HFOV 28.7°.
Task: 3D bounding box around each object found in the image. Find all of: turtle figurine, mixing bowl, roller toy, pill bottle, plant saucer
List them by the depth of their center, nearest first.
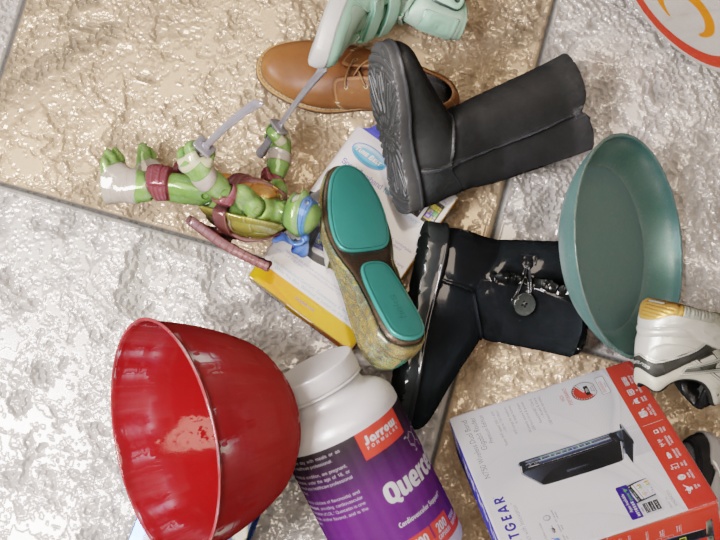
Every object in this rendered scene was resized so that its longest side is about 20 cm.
[{"bbox_3d":[-0.119,0.132,1.166,0.108,0.200,0.202,-8,80,-33],"label":"mixing bowl"},{"bbox_3d":[0.002,0.172,1.218,0.112,0.112,0.201,-27,101,-4],"label":"pill bottle"},{"bbox_3d":[-0.126,-0.108,1.251,0.192,0.201,0.144,5,42,19],"label":"turtle figurine"},{"bbox_3d":[0.229,-0.021,1.259,0.036,0.199,0.202,-5,79,38],"label":"plant saucer"},{"bbox_3d":[0.337,-0.285,1.273,0.182,0.200,0.140,41,82,24],"label":"roller toy"}]

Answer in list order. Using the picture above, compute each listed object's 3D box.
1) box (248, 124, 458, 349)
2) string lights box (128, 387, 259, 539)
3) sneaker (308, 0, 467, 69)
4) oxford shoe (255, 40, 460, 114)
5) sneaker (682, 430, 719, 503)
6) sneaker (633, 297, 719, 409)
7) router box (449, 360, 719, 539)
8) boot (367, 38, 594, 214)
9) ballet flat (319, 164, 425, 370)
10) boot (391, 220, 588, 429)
[{"bbox_3d":[0.000,-0.038,1.311,0.119,0.041,0.201,36,81,4],"label":"box"},{"bbox_3d":[-0.138,0.203,1.263,0.102,0.059,0.202,19,82,2],"label":"string lights box"},{"bbox_3d":[0.037,-0.238,1.294,0.118,0.074,0.201,32,56,1],"label":"sneaker"},{"bbox_3d":[-0.002,-0.183,1.316,0.198,0.071,0.072,10,83,3],"label":"oxford shoe"},{"bbox_3d":[0.239,0.216,1.242,0.113,0.075,0.201,31,86,-16],"label":"sneaker"},{"bbox_3d":[0.323,0.082,1.263,0.198,0.076,0.089,11,92,-25],"label":"sneaker"},{"bbox_3d":[0.188,0.178,1.208,0.178,0.200,0.049,-18,124,-3],"label":"router box"},{"bbox_3d":[0.112,-0.154,1.262,0.198,0.066,0.166,-19,123,-17],"label":"boot"},{"bbox_3d":[0.000,0.000,1.249,0.070,0.071,0.201,-20,61,-3],"label":"ballet flat"},{"bbox_3d":[0.121,0.062,1.276,0.166,0.076,0.202,11,94,-7],"label":"boot"}]
